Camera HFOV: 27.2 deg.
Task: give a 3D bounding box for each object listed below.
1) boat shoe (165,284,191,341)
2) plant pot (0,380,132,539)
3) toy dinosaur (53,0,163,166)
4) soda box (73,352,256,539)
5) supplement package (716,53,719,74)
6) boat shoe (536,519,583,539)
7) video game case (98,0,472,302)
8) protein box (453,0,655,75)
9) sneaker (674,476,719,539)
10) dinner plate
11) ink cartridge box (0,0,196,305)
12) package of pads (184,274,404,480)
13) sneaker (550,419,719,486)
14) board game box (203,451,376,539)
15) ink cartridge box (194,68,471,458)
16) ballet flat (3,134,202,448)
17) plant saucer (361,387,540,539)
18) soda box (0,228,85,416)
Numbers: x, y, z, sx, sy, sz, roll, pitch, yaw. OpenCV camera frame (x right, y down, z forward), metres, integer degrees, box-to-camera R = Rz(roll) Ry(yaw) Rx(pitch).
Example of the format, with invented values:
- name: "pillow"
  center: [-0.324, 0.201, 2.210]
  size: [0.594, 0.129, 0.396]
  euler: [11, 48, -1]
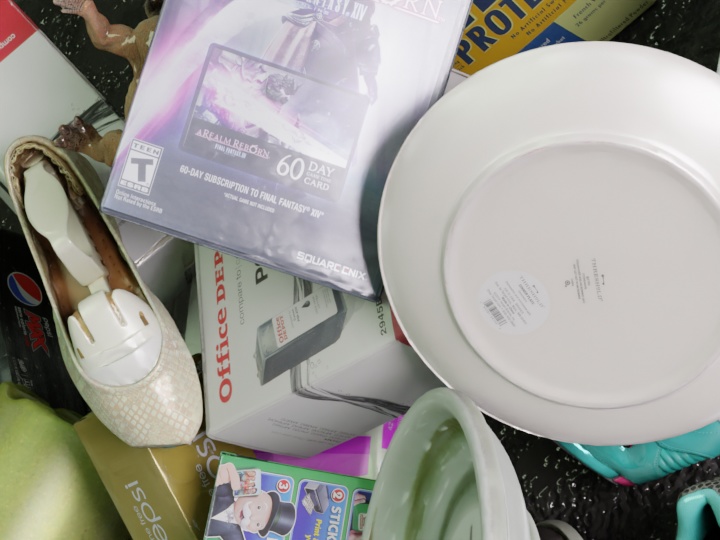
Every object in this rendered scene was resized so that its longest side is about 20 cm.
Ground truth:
- name: "boat shoe"
  center: [-0.156, -0.019, 1.073]
  size: [0.074, 0.086, 0.205]
  euler: [-27, 59, 36]
- name: "plant pot"
  center: [-0.235, 0.187, 1.028]
  size: [0.199, 0.200, 0.186]
  euler: [21, 80, 46]
- name: "toy dinosaur"
  center: [-0.093, -0.081, 0.790]
  size: [0.135, 0.085, 0.201]
  euler: [41, 139, 26]
- name: "soda box"
  center: [-0.087, 0.157, 0.884]
  size: [0.064, 0.067, 0.202]
  euler: [-28, 91, 47]
- name: "supplement package"
  center: [0.270, -0.086, 0.650]
  size: [0.198, 0.110, 0.158]
  euler: [6, 82, 45]
- name: "boat shoe"
  center: [0.092, 0.183, 0.718]
  size: [0.201, 0.060, 0.073]
  euler: [-116, 20, -69]
- name: "video game case"
  center: [-0.028, -0.102, 0.713]
  size: [0.019, 0.141, 0.203]
  euler: [-154, 81, -82]
- name: "protein box"
  center: [0.035, -0.220, 0.867]
  size: [0.135, 0.199, 0.200]
  euler: [-39, 52, 29]
- name: "sneaker"
  center: [0.158, 0.186, 0.685]
  size: [0.077, 0.091, 0.203]
  euler: [3, 79, 46]
- name: "dinner plate"
  center: [0.102, -0.002, 0.653]
  size: [0.200, 0.200, 0.024]
  euler: [-38, 13, 29]
- name: "ink cartridge box"
  center: [-0.191, -0.066, 0.966]
  size: [0.084, 0.144, 0.200]
  euler: [-43, 82, -12]
- name: "package of pads"
  center: [-0.036, 0.069, 0.936]
  size: [0.198, 0.068, 0.157]
  euler: [-7, 72, 43]
- name: "sneaker"
  center: [0.117, 0.033, 0.790]
  size: [0.120, 0.083, 0.201]
  euler: [-38, 53, 18]
- name: "board game box"
  center: [-0.029, 0.208, 0.788]
  size: [0.029, 0.133, 0.203]
  euler: [99, -179, -68]
- name: "ink cartridge box"
  center: [0.000, 0.000, 0.807]
  size: [0.199, 0.084, 0.147]
  euler: [-30, 56, 41]
- name: "ballet flat"
  center: [-0.152, 0.012, 0.829]
  size: [0.067, 0.062, 0.201]
  euler: [-31, 70, 0]
- name: "plant saucer"
  center: [0.045, 0.158, 0.696]
  size: [0.200, 0.050, 0.203]
  euler: [-171, 90, -75]
- name: "soda box"
  center: [-0.277, 0.061, 1.178]
  size: [0.063, 0.070, 0.202]
  euler: [-41, 51, 26]
